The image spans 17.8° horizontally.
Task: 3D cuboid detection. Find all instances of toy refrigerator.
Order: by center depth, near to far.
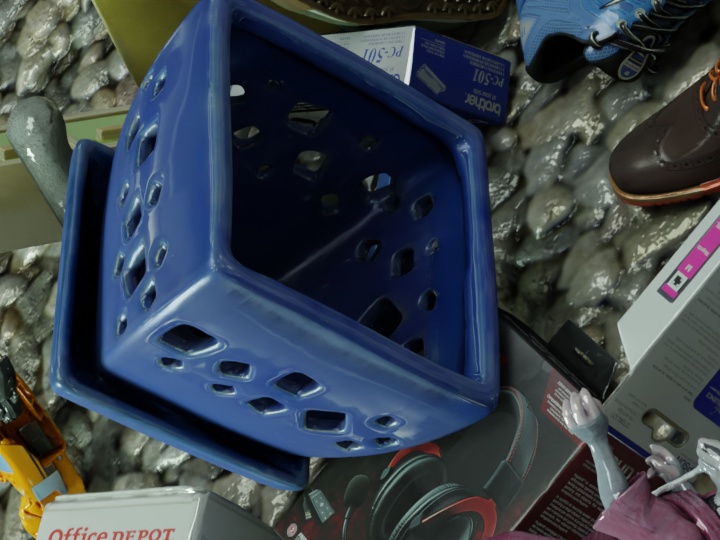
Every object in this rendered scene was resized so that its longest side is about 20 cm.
[{"bbox_3d":[-0.222,-0.063,1.556,0.076,0.200,0.070,32,126,50],"label":"toy refrigerator"}]

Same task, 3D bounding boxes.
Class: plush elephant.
[{"bbox_3d":[-0.102,-0.036,1.470,0.155,0.200,0.165,-33,41,-10],"label":"plush elephant"}]

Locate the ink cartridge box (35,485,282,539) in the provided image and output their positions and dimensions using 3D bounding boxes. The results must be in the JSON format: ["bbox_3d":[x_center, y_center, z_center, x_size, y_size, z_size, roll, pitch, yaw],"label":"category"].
[{"bbox_3d":[-0.140,0.237,1.365,0.146,0.085,0.200,-8,61,40],"label":"ink cartridge box"}]

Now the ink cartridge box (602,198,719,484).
[{"bbox_3d":[0.201,0.012,1.180,0.200,0.095,0.037,-52,40,4],"label":"ink cartridge box"}]

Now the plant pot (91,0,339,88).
[{"bbox_3d":[-0.082,-0.256,1.563,0.200,0.196,0.194,-14,50,8],"label":"plant pot"}]

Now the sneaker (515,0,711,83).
[{"bbox_3d":[0.173,-0.155,1.345,0.200,0.079,0.089,-18,60,46],"label":"sneaker"}]

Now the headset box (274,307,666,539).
[{"bbox_3d":[0.067,0.117,1.253,0.200,0.075,0.149,-51,40,6],"label":"headset box"}]

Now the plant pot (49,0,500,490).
[{"bbox_3d":[-0.056,-0.001,1.257,0.180,0.200,0.200,-35,42,37],"label":"plant pot"}]

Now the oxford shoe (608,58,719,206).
[{"bbox_3d":[0.211,-0.104,1.265,0.200,0.073,0.071,-32,46,25],"label":"oxford shoe"}]

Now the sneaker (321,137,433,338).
[{"bbox_3d":[0.000,0.000,1.410,0.078,0.070,0.200,-4,61,58],"label":"sneaker"}]

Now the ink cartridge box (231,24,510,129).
[{"bbox_3d":[-0.011,-0.118,1.466,0.200,0.094,0.044,-1,79,44],"label":"ink cartridge box"}]

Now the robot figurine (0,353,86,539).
[{"bbox_3d":[-0.251,0.079,1.490,0.058,0.200,0.145,-39,38,-16],"label":"robot figurine"}]

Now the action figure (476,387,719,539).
[{"bbox_3d":[0.129,0.147,1.104,0.200,0.134,0.149,-32,60,32],"label":"action figure"}]

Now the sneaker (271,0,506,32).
[{"bbox_3d":[-0.008,-0.177,1.443,0.090,0.200,0.067,-9,81,50],"label":"sneaker"}]
